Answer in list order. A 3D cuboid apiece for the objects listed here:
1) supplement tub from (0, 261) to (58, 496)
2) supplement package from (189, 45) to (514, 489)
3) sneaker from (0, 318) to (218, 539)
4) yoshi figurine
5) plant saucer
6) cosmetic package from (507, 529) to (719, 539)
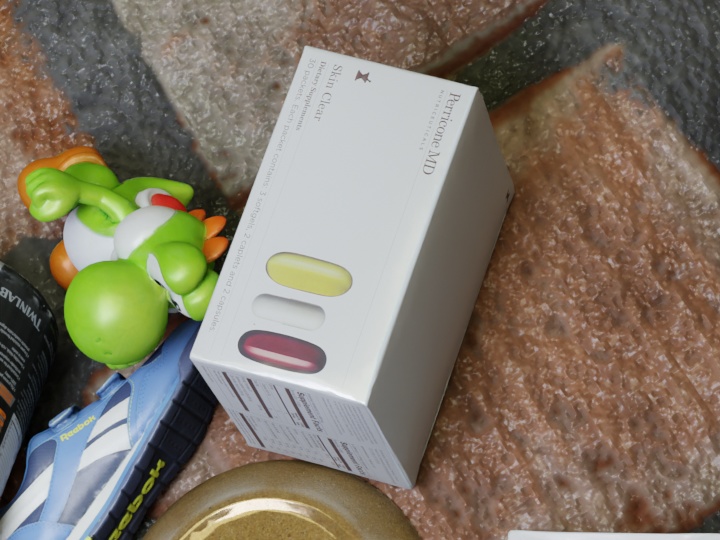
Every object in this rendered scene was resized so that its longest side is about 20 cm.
[{"bbox_3d":[-0.261,0.095,1.755,0.122,0.123,0.201,6,50,15],"label":"supplement tub"},{"bbox_3d":[0.000,0.000,1.738,0.110,0.156,0.201,14,72,16],"label":"supplement package"},{"bbox_3d":[-0.153,0.103,1.785,0.082,0.074,0.200,32,79,23],"label":"sneaker"},{"bbox_3d":[-0.152,-0.002,1.757,0.200,0.112,0.113,30,104,61],"label":"yoshi figurine"},{"bbox_3d":[-0.054,0.203,1.746,0.199,0.035,0.201,-4,70,12],"label":"plant saucer"},{"bbox_3d":[0.176,0.193,1.667,0.199,0.051,0.083,-1,61,25],"label":"cosmetic package"}]
